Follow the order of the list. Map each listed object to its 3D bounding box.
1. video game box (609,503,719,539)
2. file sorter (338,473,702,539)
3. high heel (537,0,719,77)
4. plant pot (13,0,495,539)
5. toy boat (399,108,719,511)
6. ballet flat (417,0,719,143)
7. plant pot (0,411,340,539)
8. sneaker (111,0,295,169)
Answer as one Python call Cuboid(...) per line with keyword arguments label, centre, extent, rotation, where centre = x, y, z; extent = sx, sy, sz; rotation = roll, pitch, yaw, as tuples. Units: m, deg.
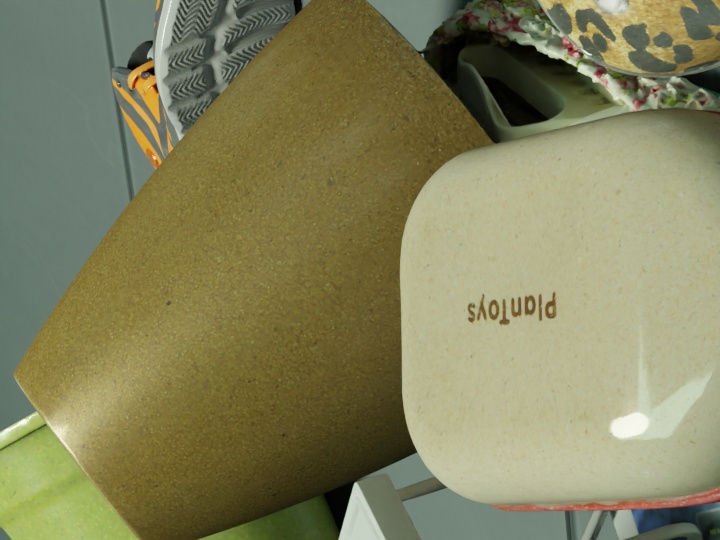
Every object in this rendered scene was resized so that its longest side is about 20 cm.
Cuboid(label="video game box", centre=(0.171, 0.140, 1.016), extent=(0.182, 0.047, 0.200), rotation=(69, 157, 3))
Cuboid(label="file sorter", centre=(0.083, 0.175, 1.023), extent=(0.200, 0.124, 0.139), rotation=(61, 156, 27))
Cuboid(label="high heel", centre=(0.119, -0.123, 0.899), extent=(0.200, 0.071, 0.143), rotation=(35, 146, 32))
Cuboid(label="plant pot", centre=(-0.032, 0.018, 1.117), extent=(0.186, 0.200, 0.186), rotation=(51, 174, 7))
Cuboid(label="toy boat", centre=(0.110, 0.016, 0.947), extent=(0.200, 0.131, 0.131), rotation=(-8, 81, 57))
Cuboid(label="ballet flat", centre=(0.087, -0.050, 1.048), extent=(0.200, 0.064, 0.076), rotation=(39, 140, 52))
Cuboid(label="plant pot", centre=(-0.093, 0.135, 1.466), extent=(0.184, 0.200, 0.200), rotation=(60, 157, 0))
Cuboid(label="sneaker", centre=(-0.088, -0.104, 1.393), extent=(0.112, 0.078, 0.200), rotation=(48, 147, 44))
